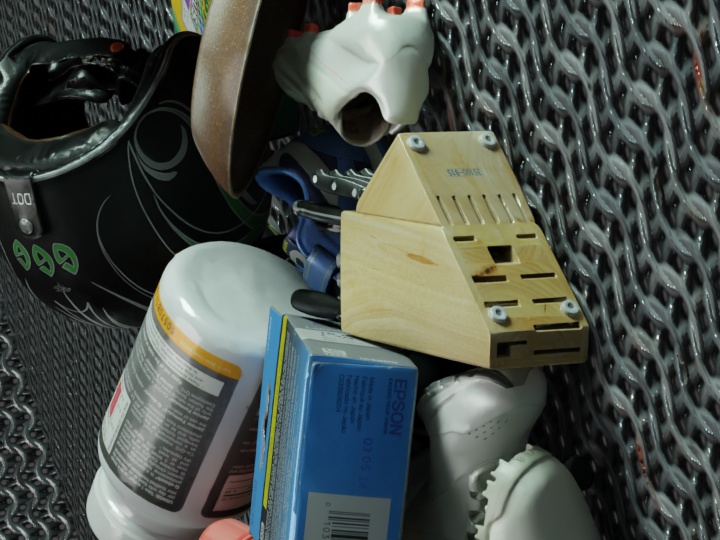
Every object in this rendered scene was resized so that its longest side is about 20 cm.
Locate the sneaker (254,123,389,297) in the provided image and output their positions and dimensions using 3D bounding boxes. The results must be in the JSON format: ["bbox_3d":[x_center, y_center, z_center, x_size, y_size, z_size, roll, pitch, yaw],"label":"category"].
[{"bbox_3d":[0.000,0.000,1.535,0.074,0.082,0.201,107,142,-62],"label":"sneaker"}]

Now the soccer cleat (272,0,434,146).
[{"bbox_3d":[-0.008,-0.109,1.473,0.200,0.069,0.078,164,108,-72],"label":"soccer cleat"}]

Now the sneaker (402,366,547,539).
[{"bbox_3d":[0.067,0.115,1.360,0.200,0.074,0.087,107,148,-56],"label":"sneaker"}]

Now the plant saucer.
[{"bbox_3d":[-0.067,-0.145,1.521,0.200,0.036,0.201,14,-90,-85],"label":"plant saucer"}]

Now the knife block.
[{"bbox_3d":[0.031,0.015,1.369,0.176,0.064,0.201,-61,43,44],"label":"knife block"}]

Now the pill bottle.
[{"bbox_3d":[-0.101,0.090,1.584,0.201,0.116,0.117,-64,37,32],"label":"pill bottle"}]

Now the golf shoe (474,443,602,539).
[{"bbox_3d":[0.125,0.185,1.303,0.097,0.078,0.201,9,123,47],"label":"golf shoe"}]

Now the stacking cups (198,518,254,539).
[{"bbox_3d":[-0.031,0.198,1.470,0.200,0.060,0.061,18,124,48],"label":"stacking cups"}]

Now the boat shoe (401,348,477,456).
[{"bbox_3d":[0.026,0.095,1.472,0.075,0.060,0.200,36,138,11],"label":"boat shoe"}]

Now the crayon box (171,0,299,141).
[{"bbox_3d":[-0.092,-0.200,1.729,0.119,0.058,0.201,-121,22,-47],"label":"crayon box"}]

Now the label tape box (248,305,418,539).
[{"bbox_3d":[-0.018,0.104,1.402,0.200,0.063,0.145,-135,51,-80],"label":"label tape box"}]

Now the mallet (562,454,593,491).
[{"bbox_3d":[0.093,0.142,1.420,0.200,0.041,0.066,158,100,-72],"label":"mallet"}]

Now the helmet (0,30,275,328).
[{"bbox_3d":[-0.151,-0.058,1.641,0.191,0.200,0.200,58,-179,-43],"label":"helmet"}]

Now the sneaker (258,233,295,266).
[{"bbox_3d":[-0.071,0.035,1.726,0.200,0.074,0.089,-29,61,44],"label":"sneaker"}]

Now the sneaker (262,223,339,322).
[{"bbox_3d":[-0.044,0.032,1.813,0.083,0.072,0.200,37,-161,-54],"label":"sneaker"}]
